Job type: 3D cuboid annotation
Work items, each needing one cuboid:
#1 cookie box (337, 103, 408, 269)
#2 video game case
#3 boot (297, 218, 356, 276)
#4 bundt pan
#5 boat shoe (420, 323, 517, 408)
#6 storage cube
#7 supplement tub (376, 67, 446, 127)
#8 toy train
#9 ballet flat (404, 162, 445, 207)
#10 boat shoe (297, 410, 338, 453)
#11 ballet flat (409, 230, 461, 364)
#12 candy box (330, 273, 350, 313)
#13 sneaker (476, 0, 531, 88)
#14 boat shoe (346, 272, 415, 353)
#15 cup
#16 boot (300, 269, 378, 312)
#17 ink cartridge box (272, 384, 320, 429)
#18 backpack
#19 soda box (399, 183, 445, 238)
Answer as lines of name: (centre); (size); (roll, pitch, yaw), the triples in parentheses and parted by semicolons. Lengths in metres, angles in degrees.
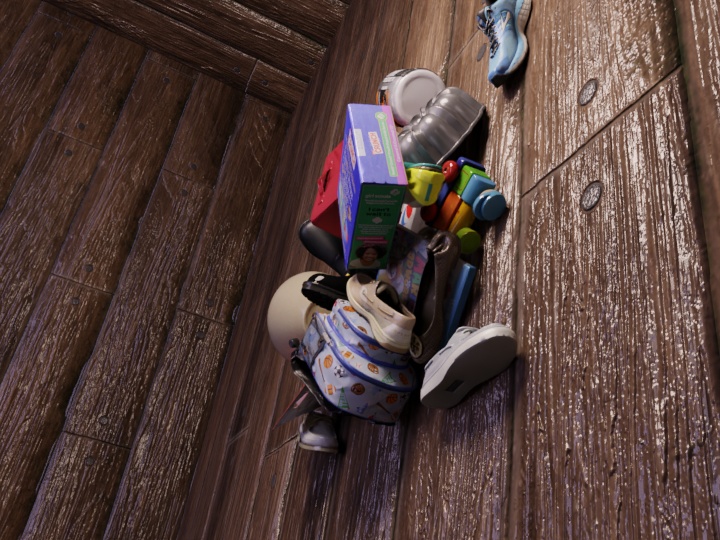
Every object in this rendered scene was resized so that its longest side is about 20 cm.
cookie box: (0.012, -0.129, 1.033); (0.202, 0.074, 0.174); (101, 165, -53)
video game case: (0.092, 0.025, 1.026); (0.199, 0.018, 0.146); (36, 114, 50)
boot: (-0.038, -0.031, 1.360); (0.077, 0.200, 0.168); (-47, 14, -5)
bundt pan: (0.125, -0.247, 1.160); (0.202, 0.076, 0.202); (-47, 11, 11)
boat shoe: (0.135, 0.112, 0.857); (0.201, 0.069, 0.073); (125, 154, -48)
storage cube: (0.026, -0.164, 1.300); (0.179, 0.197, 0.174); (-31, 41, 55)
supplement tub: (0.103, -0.371, 1.404); (0.125, 0.121, 0.200); (-67, 16, 9)
toy train: (0.147, -0.062, 1.015); (0.202, 0.083, 0.116); (-63, 31, 23)
ballet flat: (0.084, -0.133, 1.012); (0.200, 0.065, 0.069); (-126, 43, -77)
boat shoe: (-0.088, 0.323, 1.310); (0.200, 0.073, 0.070); (165, 118, -71)
ballet flat: (0.101, 0.040, 0.957); (0.067, 0.046, 0.204); (29, 109, 52)
candy box: (-0.015, 0.111, 1.219); (0.026, 0.101, 0.202); (-47, 20, 52)
sneaker: (0.228, -0.397, 1.097); (0.078, 0.088, 0.204); (-41, 34, 57)
boat shoe: (0.034, 0.049, 1.015); (0.066, 0.071, 0.201); (-67, 27, 20)
cup: (-0.081, 0.101, 1.311); (0.143, 0.197, 0.204); (169, 120, -74)
boot: (0.000, 0.001, 1.177); (0.079, 0.208, 0.161); (-29, 48, 60)
ink cartridge box: (-0.082, 0.219, 1.273); (0.044, 0.172, 0.201); (53, 133, 21)
backpack: (0.007, 0.151, 1.052); (0.156, 0.197, 0.192); (-62, 31, 25)
soda box: (0.103, -0.059, 1.147); (0.063, 0.067, 0.204); (-17, 55, 68)
